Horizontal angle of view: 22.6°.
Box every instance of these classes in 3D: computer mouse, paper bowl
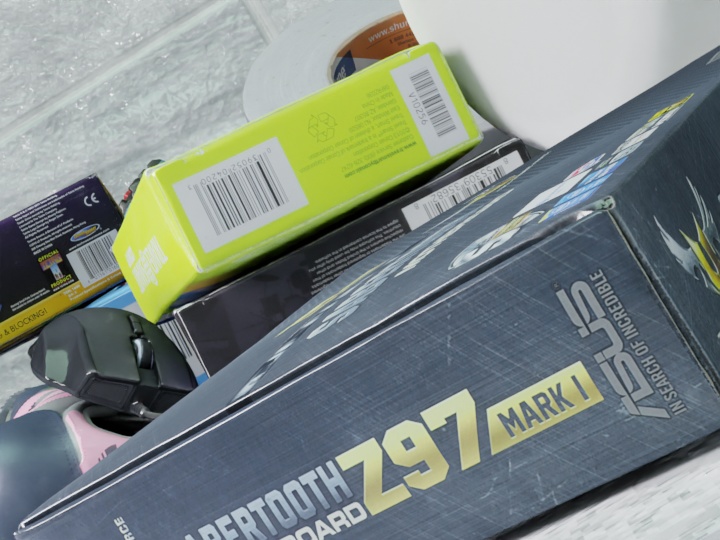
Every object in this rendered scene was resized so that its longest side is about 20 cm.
[{"bbox_3d":[-0.075,0.041,0.657,0.200,0.058,0.034,19,91,63],"label":"computer mouse"},{"bbox_3d":[0.086,-0.123,0.651,0.104,0.201,0.200,-33,3,-30],"label":"paper bowl"}]

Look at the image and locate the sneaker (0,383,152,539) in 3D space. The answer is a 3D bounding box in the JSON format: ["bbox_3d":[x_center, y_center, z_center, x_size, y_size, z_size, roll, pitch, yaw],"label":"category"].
[{"bbox_3d":[-0.109,0.081,0.735,0.082,0.071,0.200,-13,6,2],"label":"sneaker"}]

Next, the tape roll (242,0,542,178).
[{"bbox_3d":[0.040,-0.089,0.950,0.199,0.066,0.201,-12,34,8],"label":"tape roll"}]

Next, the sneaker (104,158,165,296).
[{"bbox_3d":[-0.127,0.040,1.071,0.079,0.095,0.201,-126,60,-87],"label":"sneaker"}]

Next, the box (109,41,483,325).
[{"bbox_3d":[-0.036,-0.029,0.737,0.121,0.048,0.200,-26,-2,-14],"label":"box"}]

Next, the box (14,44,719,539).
[{"bbox_3d":[0.032,0.012,0.431,0.157,0.051,0.200,-31,3,29],"label":"box"}]

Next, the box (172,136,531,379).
[{"bbox_3d":[0.000,0.000,0.748,0.142,0.036,0.200,-27,0,-2],"label":"box"}]

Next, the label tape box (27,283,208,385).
[{"bbox_3d":[-0.096,0.030,0.945,0.143,0.066,0.200,-29,0,-13],"label":"label tape box"}]

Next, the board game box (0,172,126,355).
[{"bbox_3d":[-0.223,0.036,0.875,0.200,0.057,0.165,-31,4,-33],"label":"board game box"}]
